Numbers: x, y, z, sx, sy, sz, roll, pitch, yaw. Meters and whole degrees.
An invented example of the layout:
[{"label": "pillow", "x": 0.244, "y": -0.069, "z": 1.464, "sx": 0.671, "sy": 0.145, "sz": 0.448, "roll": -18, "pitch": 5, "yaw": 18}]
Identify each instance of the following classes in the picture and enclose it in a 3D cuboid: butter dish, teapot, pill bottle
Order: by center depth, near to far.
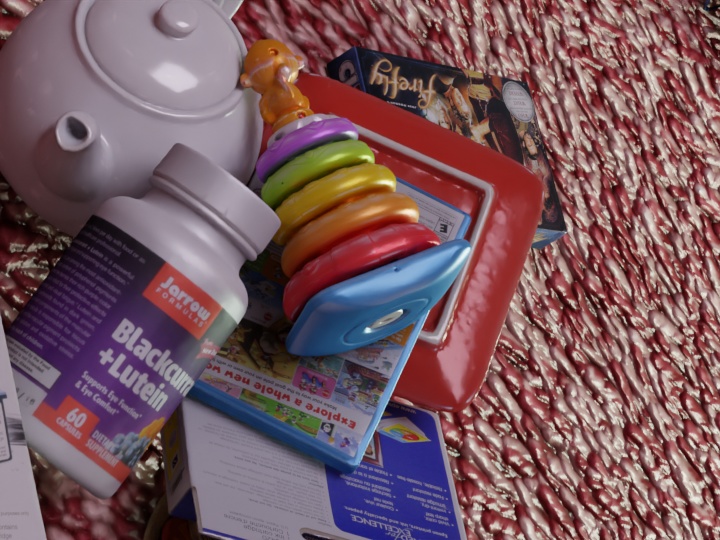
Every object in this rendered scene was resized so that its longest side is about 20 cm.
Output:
[{"label": "pill bottle", "x": -0.138, "y": 0.027, "z": 1.490, "sx": 0.111, "sy": 0.111, "sz": 0.201, "roll": 39, "pitch": 82, "yaw": -23}, {"label": "teapot", "x": -0.138, "y": -0.122, "z": 1.593, "sx": 0.196, "sy": 0.146, "sz": 0.201, "roll": 2, "pitch": 52, "yaw": -29}, {"label": "butter dish", "x": 0.000, "y": 0.000, "z": 1.703, "sx": 0.199, "sy": 0.148, "sz": 0.200, "roll": 23, "pitch": 63, "yaw": -4}]

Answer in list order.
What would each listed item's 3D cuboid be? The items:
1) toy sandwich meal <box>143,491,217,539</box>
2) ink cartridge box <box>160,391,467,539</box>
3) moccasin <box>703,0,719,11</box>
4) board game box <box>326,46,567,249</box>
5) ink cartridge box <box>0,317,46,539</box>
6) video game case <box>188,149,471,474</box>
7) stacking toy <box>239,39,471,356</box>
[{"label": "toy sandwich meal", "x": -0.050, "y": 0.209, "z": 1.577, "sx": 0.204, "sy": 0.070, "sz": 0.206, "roll": 25, "pitch": 51, "yaw": -35}, {"label": "ink cartridge box", "x": -0.030, "y": 0.139, "z": 1.571, "sx": 0.196, "sy": 0.047, "sz": 0.201, "roll": 18, "pitch": 32, "yaw": -20}, {"label": "moccasin", "x": 0.357, "y": -0.236, "z": 2.284, "sx": 0.080, "sy": 0.068, "sz": 0.201, "roll": 5, "pitch": 62, "yaw": -36}, {"label": "board game box", "x": 0.069, "y": -0.093, "z": 1.914, "sx": 0.199, "sy": 0.035, "sz": 0.136, "roll": 6, "pitch": 63, "yaw": -45}, {"label": "ink cartridge box", "x": -0.254, "y": 0.113, "z": 1.360, "sx": 0.085, "sy": 0.146, "sz": 0.201, "roll": 1, "pitch": 66, "yaw": -44}, {"label": "video game case", "x": -0.028, "y": 0.015, "z": 1.597, "sx": 0.142, "sy": 0.018, "sz": 0.201, "roll": 27, "pitch": 63, "yaw": -2}, {"label": "stacking toy", "x": -0.026, "y": -0.056, "z": 1.552, "sx": 0.115, "sy": 0.110, "sz": 0.201, "roll": -21, "pitch": 76, "yaw": -20}]
